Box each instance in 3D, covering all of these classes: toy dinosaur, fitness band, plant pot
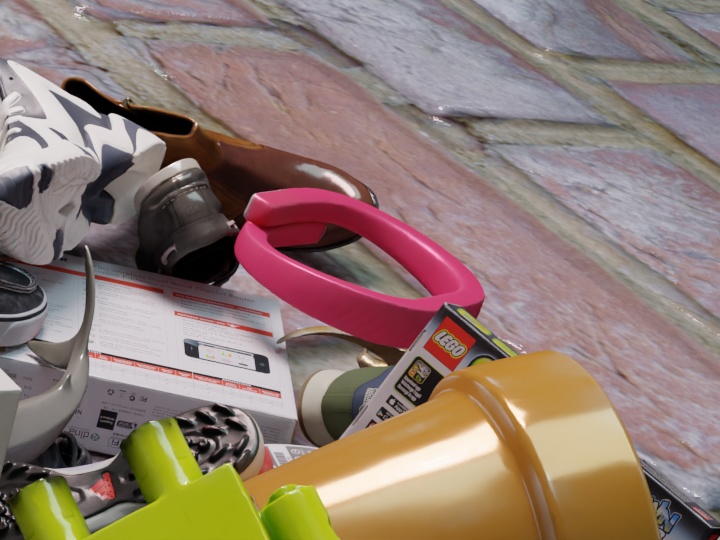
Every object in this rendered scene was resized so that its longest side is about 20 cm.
[{"bbox_3d":[0.036,0.056,1.858,0.200,0.058,0.101,25,1,-17],"label":"toy dinosaur"},{"bbox_3d":[0.000,0.000,1.857,0.143,0.037,0.200,34,17,18],"label":"fitness band"},{"bbox_3d":[0.031,0.155,1.489,0.183,0.201,0.200,-10,29,-20],"label":"plant pot"}]

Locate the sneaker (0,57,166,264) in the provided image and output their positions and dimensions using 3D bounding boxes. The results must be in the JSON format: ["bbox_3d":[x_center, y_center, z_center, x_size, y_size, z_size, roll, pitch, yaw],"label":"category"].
[{"bbox_3d":[-0.217,-0.073,1.791,0.129,0.080,0.199,27,26,16],"label":"sneaker"}]

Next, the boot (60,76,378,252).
[{"bbox_3d":[-0.092,-0.080,2.007,0.188,0.069,0.200,22,-9,16],"label":"boot"}]

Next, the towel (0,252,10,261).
[{"bbox_3d":[-0.240,-0.074,1.881,0.147,0.022,0.200,38,27,10],"label":"towel"}]

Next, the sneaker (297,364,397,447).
[{"bbox_3d":[0.066,0.093,1.758,0.200,0.067,0.090,9,-9,-36],"label":"sneaker"}]

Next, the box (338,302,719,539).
[{"bbox_3d":[0.092,0.122,1.632,0.200,0.110,0.035,41,9,18],"label":"box"}]

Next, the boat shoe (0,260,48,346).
[{"bbox_3d":[-0.240,-0.007,1.655,0.072,0.068,0.200,37,13,35],"label":"boat shoe"}]

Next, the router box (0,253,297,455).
[{"bbox_3d":[-0.143,0.054,1.784,0.199,0.049,0.180,13,21,-10],"label":"router box"}]

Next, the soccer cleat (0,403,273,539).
[{"bbox_3d":[-0.140,0.132,1.527,0.199,0.073,0.068,-18,50,0],"label":"soccer cleat"}]

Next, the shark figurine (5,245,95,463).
[{"bbox_3d":[-0.202,0.071,1.587,0.214,0.090,0.128,-27,50,-34],"label":"shark figurine"}]

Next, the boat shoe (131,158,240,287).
[{"bbox_3d":[-0.109,-0.011,1.885,0.057,0.067,0.200,59,-7,16],"label":"boat shoe"}]

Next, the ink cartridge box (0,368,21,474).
[{"bbox_3d":[-0.229,0.085,1.427,0.067,0.200,0.116,-1,27,-37],"label":"ink cartridge box"}]

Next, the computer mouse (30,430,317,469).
[{"bbox_3d":[-0.090,0.130,1.643,0.199,0.044,0.110,4,23,-19],"label":"computer mouse"}]

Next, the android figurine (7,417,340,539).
[{"bbox_3d":[-0.085,0.175,1.381,0.200,0.182,0.041,60,-3,17],"label":"android figurine"}]
